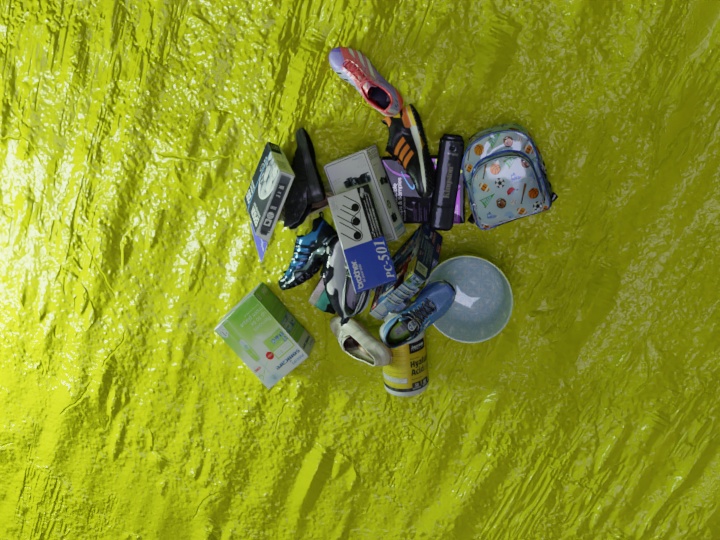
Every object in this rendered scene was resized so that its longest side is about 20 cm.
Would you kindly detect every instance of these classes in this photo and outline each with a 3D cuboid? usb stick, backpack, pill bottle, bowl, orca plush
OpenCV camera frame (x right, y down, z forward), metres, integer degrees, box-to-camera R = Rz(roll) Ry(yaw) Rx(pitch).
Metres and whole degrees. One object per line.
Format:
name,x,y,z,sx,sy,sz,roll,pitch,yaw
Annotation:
usb stick,0.182,-0.184,1.437,0.054,0.033,0.206,8,110,5
backpack,0.290,-0.195,1.386,0.195,0.154,0.195,-17,102,13
pill bottle,0.100,0.178,1.577,0.108,0.112,0.206,-3,109,11
bowl,0.242,0.045,1.502,0.194,0.108,0.206,6,112,14
orca plush,-0.055,0.015,1.512,0.070,0.105,0.204,20,138,41

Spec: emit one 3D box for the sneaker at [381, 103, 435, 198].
sneaker,0.097,-0.241,1.425,0.088,0.070,0.206,-15,78,21

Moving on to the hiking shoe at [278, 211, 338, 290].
hiking shoe,-0.127,-0.038,1.570,0.200,0.074,0.087,-43,78,19

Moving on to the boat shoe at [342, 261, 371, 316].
boat shoe,-0.003,-0.001,1.448,0.072,0.068,0.204,20,106,13

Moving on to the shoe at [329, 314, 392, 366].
shoe,-0.010,0.163,1.570,0.198,0.053,0.072,30,129,39

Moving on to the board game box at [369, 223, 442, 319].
board game box,0.087,0.022,1.498,0.061,0.202,0.200,36,125,-13

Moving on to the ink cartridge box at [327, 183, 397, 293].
ink cartridge box,0.004,-0.065,1.396,0.091,0.044,0.206,-17,85,1

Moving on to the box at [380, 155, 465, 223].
box,0.131,-0.176,1.485,0.194,0.036,0.147,0,110,12

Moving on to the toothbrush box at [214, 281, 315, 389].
toothbrush box,-0.229,0.157,1.641,0.145,0.086,0.201,-37,101,20

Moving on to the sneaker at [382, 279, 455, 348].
sneaker,0.125,0.102,1.447,0.079,0.089,0.200,45,107,-3

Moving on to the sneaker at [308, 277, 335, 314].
sneaker,-0.043,0.014,1.569,0.079,0.072,0.202,31,117,-6

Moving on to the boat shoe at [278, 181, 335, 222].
boat shoe,-0.140,-0.153,1.525,0.195,0.063,0.075,-16,107,15

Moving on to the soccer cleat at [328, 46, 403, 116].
soccer cleat,0.007,-0.391,1.392,0.200,0.076,0.067,44,113,8

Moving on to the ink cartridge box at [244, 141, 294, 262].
ink cartridge box,-0.207,-0.152,1.461,0.042,0.199,0.204,15,111,-23

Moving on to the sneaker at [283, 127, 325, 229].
sneaker,-0.139,-0.200,1.473,0.102,0.060,0.205,-18,80,12

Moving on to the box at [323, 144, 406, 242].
box,0.011,-0.155,1.470,0.114,0.060,0.205,-16,102,31
